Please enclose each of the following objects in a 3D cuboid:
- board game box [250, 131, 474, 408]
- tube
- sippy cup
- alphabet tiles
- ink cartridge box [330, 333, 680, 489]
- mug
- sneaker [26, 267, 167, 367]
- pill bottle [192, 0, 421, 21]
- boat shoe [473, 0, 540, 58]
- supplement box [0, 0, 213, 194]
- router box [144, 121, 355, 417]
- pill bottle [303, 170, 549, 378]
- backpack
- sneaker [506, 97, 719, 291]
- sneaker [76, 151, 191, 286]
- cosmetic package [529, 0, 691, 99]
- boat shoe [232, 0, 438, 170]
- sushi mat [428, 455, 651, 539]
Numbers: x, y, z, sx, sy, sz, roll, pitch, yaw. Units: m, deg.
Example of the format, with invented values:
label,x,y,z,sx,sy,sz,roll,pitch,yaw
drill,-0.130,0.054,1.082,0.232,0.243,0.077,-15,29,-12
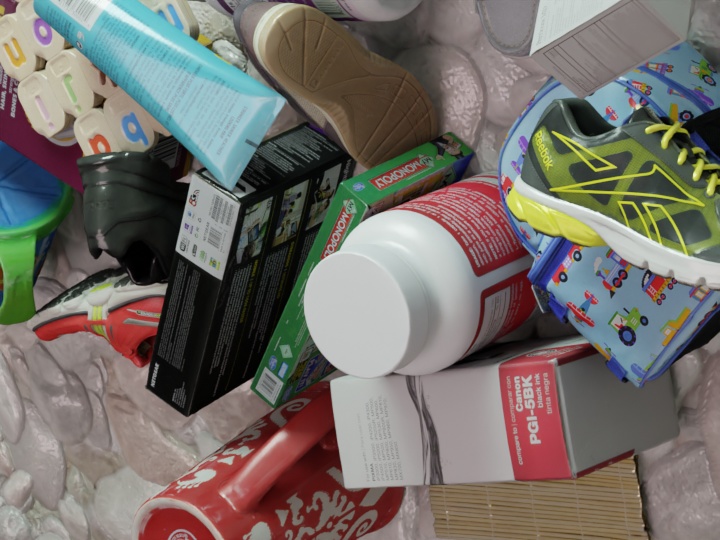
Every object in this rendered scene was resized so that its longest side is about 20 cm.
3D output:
label,x,y,z,sx,sy,sz,roll,pitch,yaw
board game box,0.000,0.000,1.287,0.029,0.134,0.201,40,129,19
tube,-0.145,-0.146,1.244,0.200,0.050,0.078,39,115,16
sippy cup,-0.326,-0.038,1.542,0.139,0.178,0.131,19,136,-1
alphabet tiles,-0.202,-0.178,1.315,0.199,0.015,0.196,-26,92,41
ink cartridge box,0.099,0.097,1.236,0.199,0.146,0.083,-9,92,39
mug,-0.075,0.166,1.373,0.133,0.200,0.179,17,119,33
sneaker,-0.212,0.047,1.519,0.199,0.077,0.085,-12,107,42
pill bottle,-0.053,-0.233,1.246,0.199,0.112,0.113,7,113,36
boat shoe,0.094,-0.237,1.158,0.074,0.065,0.203,14,116,33
supplement box,-0.232,-0.161,1.425,0.199,0.103,0.132,31,126,26
router box,-0.083,-0.002,1.343,0.051,0.149,0.201,32,125,23
pill bottle,0.053,0.005,1.198,0.112,0.200,0.113,12,111,33
backpack,0.174,-0.052,1.130,0.200,0.134,0.183,49,130,15
sneaker,0.173,-0.045,0.997,0.199,0.074,0.085,17,108,29
sneaker,-0.146,-0.028,1.348,0.076,0.200,0.091,-7,75,36
cosmetic package,0.158,-0.201,1.042,0.051,0.201,0.082,37,138,-28
boat shoe,-0.016,-0.132,1.236,0.072,0.200,0.065,-53,47,3
sushi mat,0.129,0.167,1.337,0.199,0.012,0.096,-1,108,39
